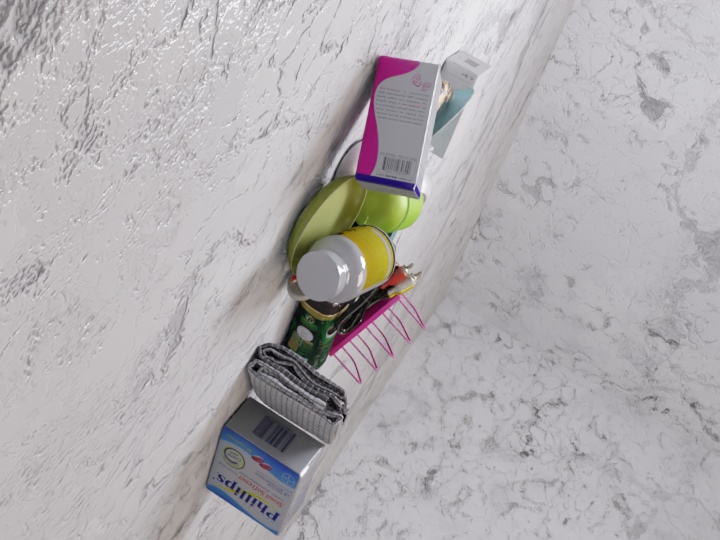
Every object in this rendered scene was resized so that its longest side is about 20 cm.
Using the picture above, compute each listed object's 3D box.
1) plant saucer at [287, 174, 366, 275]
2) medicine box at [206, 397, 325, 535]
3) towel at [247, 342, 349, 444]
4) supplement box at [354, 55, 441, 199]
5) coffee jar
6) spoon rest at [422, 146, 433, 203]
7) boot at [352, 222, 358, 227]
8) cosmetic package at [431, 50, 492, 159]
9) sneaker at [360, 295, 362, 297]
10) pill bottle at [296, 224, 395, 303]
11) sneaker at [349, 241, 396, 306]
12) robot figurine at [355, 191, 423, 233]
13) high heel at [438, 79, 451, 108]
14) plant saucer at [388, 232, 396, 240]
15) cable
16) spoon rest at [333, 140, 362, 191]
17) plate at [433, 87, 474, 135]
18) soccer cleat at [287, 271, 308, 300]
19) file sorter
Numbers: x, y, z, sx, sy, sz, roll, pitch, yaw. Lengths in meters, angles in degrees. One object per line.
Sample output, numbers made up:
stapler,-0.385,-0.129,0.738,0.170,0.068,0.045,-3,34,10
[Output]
plant saucer,-0.061,-0.082,1.532,0.200,0.031,0.201,-49,164,-19
medicine box,-0.188,0.384,1.789,0.103,0.180,0.202,-46,162,-50
towel,-0.109,0.225,1.706,0.086,0.198,0.166,-57,170,-22
supplement box,0.064,-0.228,1.470,0.103,0.099,0.204,25,77,-80
coffee jar,-0.087,0.102,1.799,0.104,0.085,0.202,-33,151,-53
spoon rest,0.112,-0.200,1.936,0.098,0.061,0.202,-17,145,-20
boot,0.023,-0.076,1.908,0.174,0.069,0.202,-49,162,-46
cosmetic package,0.199,-0.357,1.973,0.108,0.084,0.202,-42,159,-58
sneaker,0.000,0.000,1.772,0.077,0.085,0.199,-47,156,12
pill bottle,-0.025,-0.009,1.529,0.199,0.111,0.113,-23,141,-63
sneaker,0.027,0.028,1.947,0.201,0.089,0.067,-49,138,-12
robot figurine,0.051,-0.131,1.739,0.200,0.114,0.178,-18,125,-69
high heel,0.119,-0.286,1.695,0.199,0.070,0.145,-2,97,-64
plant saucer,0.048,-0.071,2.056,0.019,0.070,0.202,25,95,-38
cable,0.030,0.051,1.736,0.199,0.050,0.097,-42,151,-2
spoon rest,0.014,-0.198,1.622,0.199,0.060,0.100,-31,150,-44
plate,0.141,-0.304,1.817,0.199,0.026,0.201,-38,-164,13
soccer cleat,-0.072,-0.005,1.651,0.201,0.069,0.078,-56,172,-41
file sorter,0.029,0.128,2.009,0.199,0.126,0.139,-39,-157,6
